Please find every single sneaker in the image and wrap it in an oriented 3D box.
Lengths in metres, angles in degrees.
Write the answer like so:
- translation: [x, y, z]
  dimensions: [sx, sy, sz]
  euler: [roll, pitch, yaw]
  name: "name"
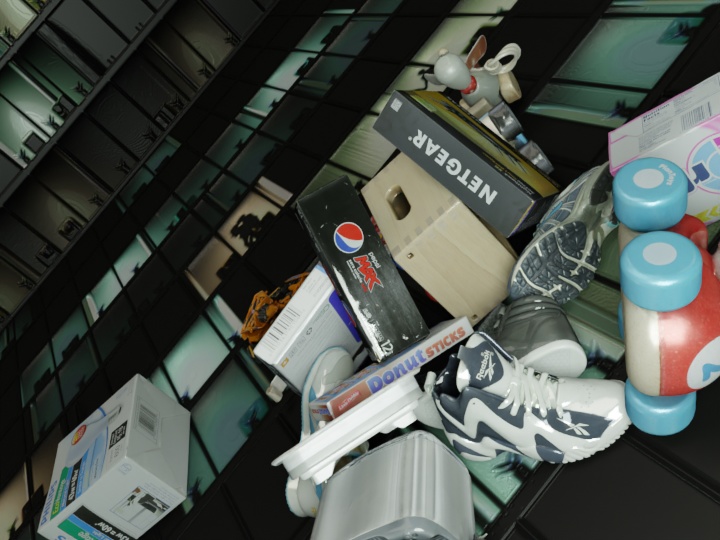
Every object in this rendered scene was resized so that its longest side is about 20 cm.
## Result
- translation: [-0.027, 0.190, 1.066]
  dimensions: [0.079, 0.076, 0.204]
  euler: [-6, 66, 33]
  name: "sneaker"
- translation: [0.144, 0.097, 0.960]
  dimensions: [0.198, 0.071, 0.100]
  euler: [-28, 31, 24]
  name: "sneaker"
- translation: [0.147, 0.112, 0.844]
  dimensions: [0.196, 0.130, 0.080]
  euler: [-9, 44, 38]
  name: "sneaker"
- translation: [0.232, -0.036, 1.011]
  dimensions: [0.200, 0.078, 0.086]
  euler: [-47, 14, -12]
  name: "sneaker"

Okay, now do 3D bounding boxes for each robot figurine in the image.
- translation: [-0.115, 0.066, 1.388]
  dimensions: [0.198, 0.058, 0.147]
  euler: [-17, 47, 47]
  name: "robot figurine"

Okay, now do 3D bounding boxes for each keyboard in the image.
- translation: [0.067, 0.132, 1.079]
  dimensions: [0.198, 0.040, 0.104]
  euler: [-20, 15, 47]
  name: "keyboard"

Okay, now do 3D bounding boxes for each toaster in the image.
- translation: [0.036, 0.246, 0.874]
  dimensions: [0.199, 0.113, 0.130]
  euler: [-36, 27, 27]
  name: "toaster"

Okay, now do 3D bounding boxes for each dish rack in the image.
- translation: [-0.008, 0.169, 0.929]
  dimensions: [0.170, 0.044, 0.200]
  euler: [-32, -8, -10]
  name: "dish rack"

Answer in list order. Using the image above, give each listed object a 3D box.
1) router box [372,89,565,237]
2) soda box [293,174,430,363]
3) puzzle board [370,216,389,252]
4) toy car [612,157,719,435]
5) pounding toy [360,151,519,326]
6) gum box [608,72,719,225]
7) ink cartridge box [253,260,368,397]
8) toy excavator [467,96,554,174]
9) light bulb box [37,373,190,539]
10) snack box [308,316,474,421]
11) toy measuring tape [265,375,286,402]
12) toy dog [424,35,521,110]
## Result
- translation: [0.127, -0.127, 1.030]
  dimensions: [0.053, 0.199, 0.157]
  euler: [-55, -14, 23]
  name: "router box"
- translation: [0.000, 0.000, 1.015]
  dimensions: [0.070, 0.203, 0.063]
  euler: [-27, -2, -10]
  name: "soda box"
- translation: [0.027, -0.044, 1.372]
  dimensions: [0.198, 0.017, 0.152]
  euler: [-31, 32, 32]
  name: "puzzle board"
- translation: [0.314, 0.018, 0.744]
  dimensions: [0.196, 0.186, 0.179]
  euler: [-4, 43, 15]
  name: "toy car"
- translation: [0.089, -0.037, 1.116]
  dimensions: [0.142, 0.184, 0.201]
  euler: [-40, 36, 12]
  name: "pounding toy"
- translation: [0.347, -0.118, 0.877]
  dimensions: [0.198, 0.113, 0.067]
  euler: [-28, 32, 35]
  name: "gum box"
- translation: [-0.030, 0.065, 1.131]
  dimensions: [0.043, 0.201, 0.199]
  euler: [30, 76, 27]
  name: "ink cartridge box"
- translation: [0.184, -0.161, 1.209]
  dimensions: [0.099, 0.199, 0.196]
  euler: [-38, 72, 16]
  name: "toy excavator"
- translation: [-0.375, 0.309, 1.395]
  dimensions: [0.199, 0.125, 0.199]
  euler: [-40, 28, 14]
  name: "light bulb box"
- translation: [0.036, 0.111, 1.032]
  dimensions: [0.198, 0.025, 0.072]
  euler: [-29, 3, -22]
  name: "snack box"
- translation: [-0.055, 0.102, 1.250]
  dimensions: [0.201, 0.073, 0.073]
  euler: [-53, 27, -9]
  name: "toy measuring tape"
- translation: [0.161, -0.290, 1.313]
  dimensions: [0.130, 0.200, 0.098]
  euler: [-23, 70, 4]
  name: "toy dog"
